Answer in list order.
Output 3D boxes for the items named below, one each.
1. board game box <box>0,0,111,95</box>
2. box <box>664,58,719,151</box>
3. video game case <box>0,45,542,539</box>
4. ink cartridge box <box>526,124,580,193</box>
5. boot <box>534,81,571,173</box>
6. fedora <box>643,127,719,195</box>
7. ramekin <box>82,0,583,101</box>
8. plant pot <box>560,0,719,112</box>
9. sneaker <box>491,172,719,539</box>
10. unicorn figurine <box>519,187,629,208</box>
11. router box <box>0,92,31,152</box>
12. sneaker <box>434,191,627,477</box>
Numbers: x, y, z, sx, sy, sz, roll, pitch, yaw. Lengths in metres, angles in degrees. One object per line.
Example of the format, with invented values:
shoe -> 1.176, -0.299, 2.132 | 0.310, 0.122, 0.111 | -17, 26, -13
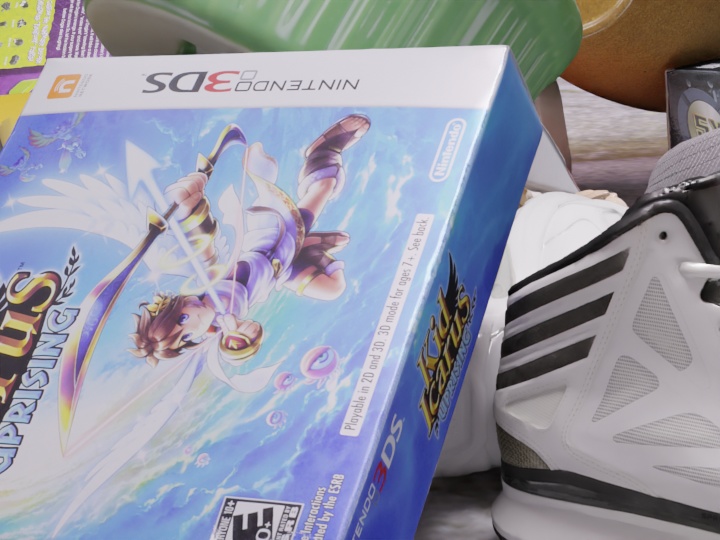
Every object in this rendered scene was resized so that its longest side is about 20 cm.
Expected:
board game box -> -0.137, -0.060, 0.934 | 0.119, 0.032, 0.201 | -6, 45, 8
box -> 0.285, -0.071, 1.080 | 0.163, 0.087, 0.199 | -15, 16, -36
video game case -> -0.054, 0.016, 0.656 | 0.180, 0.046, 0.201 | 0, 51, 27
ink cartridge box -> 0.037, -0.065, 1.071 | 0.199, 0.051, 0.160 | 9, -3, -44
boot -> 0.043, -0.077, 1.247 | 0.143, 0.073, 0.200 | -7, 5, -9
fedora -> 0.204, -0.007, 0.758 | 0.198, 0.091, 0.177 | -5, -9, 5
ramekin -> -0.017, -0.102, 0.855 | 0.199, 0.098, 0.200 | 30, -11, 6
plant pot -> 0.141, -0.173, 1.135 | 0.185, 0.188, 0.200 | 2, 9, 26
sneaker -> 0.127, 0.031, 0.611 | 0.199, 0.117, 0.076 | 2, 14, 26
unicorn figurine -> 0.019, -0.012, 0.978 | 0.198, 0.075, 0.137 | 7, 0, -13
router box -> -0.166, 0.009, 0.788 | 0.156, 0.053, 0.201 | -6, 38, -4
sneaker -> 0.089, 0.029, 0.769 | 0.098, 0.079, 0.200 | 8, 24, 19
